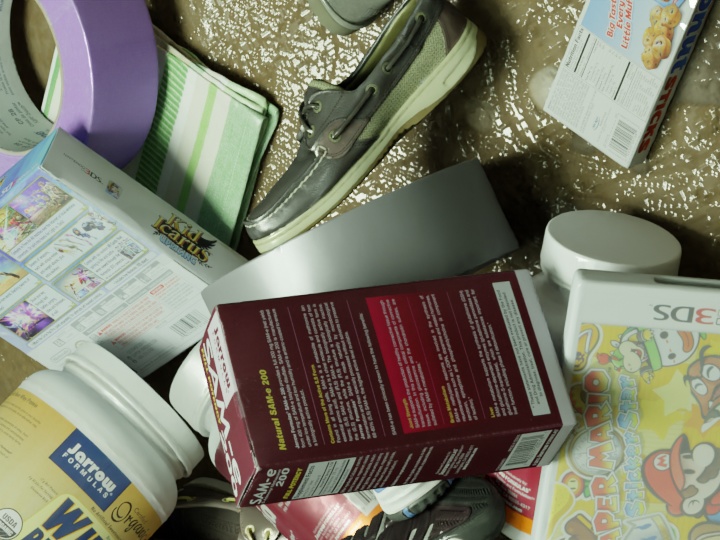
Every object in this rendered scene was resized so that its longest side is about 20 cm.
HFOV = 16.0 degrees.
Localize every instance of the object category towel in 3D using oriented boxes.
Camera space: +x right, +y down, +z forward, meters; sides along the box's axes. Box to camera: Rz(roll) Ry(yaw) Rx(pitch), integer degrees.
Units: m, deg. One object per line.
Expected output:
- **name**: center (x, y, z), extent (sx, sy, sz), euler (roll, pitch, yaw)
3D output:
- **towel**: center (-0.152, -0.105, 1.858), extent (0.200, 0.023, 0.153), euler (36, 126, 25)

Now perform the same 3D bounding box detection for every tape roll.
- **tape roll**: center (-0.235, -0.157, 1.849), extent (0.200, 0.066, 0.201), euler (18, 116, 40)
- **tape roll**: center (0.000, 0.000, 1.643), extent (0.200, 0.200, 0.066), euler (-27, 88, 42)

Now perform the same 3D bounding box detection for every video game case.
- **video game case**: center (-0.201, 0.001, 1.847), extent (0.181, 0.046, 0.200), euler (35, 140, -20)
- **video game case**: center (0.204, 0.099, 1.546), extent (0.181, 0.023, 0.201), euler (5, 115, -6)

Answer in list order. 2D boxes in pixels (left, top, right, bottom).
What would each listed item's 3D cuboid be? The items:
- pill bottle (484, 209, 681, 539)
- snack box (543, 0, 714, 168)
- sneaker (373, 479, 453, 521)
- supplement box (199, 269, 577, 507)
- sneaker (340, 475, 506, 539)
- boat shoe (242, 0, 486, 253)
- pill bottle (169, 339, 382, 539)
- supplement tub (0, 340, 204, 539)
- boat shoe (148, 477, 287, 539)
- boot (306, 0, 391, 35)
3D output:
- **pill bottle**: center (0.144, 0.070, 1.604), extent (0.113, 0.113, 0.201), euler (24, 119, 32)
- **snack box**: center (0.175, -0.164, 1.555), extent (0.072, 0.024, 0.201), euler (38, 126, 26)
- **sneaker**: center (0.020, 0.077, 1.674), extent (0.076, 0.200, 0.077), euler (-37, 114, 14)
- **supplement box**: center (0.015, 0.068, 1.502), extent (0.061, 0.199, 0.109), euler (116, 144, -57)
- **sneaker**: center (0.045, 0.210, 1.655), extent (0.116, 0.076, 0.200), euler (45, 131, -18)
- **boat shoe**: center (-0.009, -0.098, 1.628), extent (0.066, 0.201, 0.072), euler (46, 178, -15)
- **pill bottle**: center (-0.033, 0.125, 1.772), extent (0.200, 0.114, 0.114), euler (43, 128, 21)
- **supplement tub**: center (-0.222, 0.163, 1.829), extent (0.144, 0.200, 0.144), euler (40, 165, 13)
- **boat shoe**: center (-0.073, 0.197, 1.868), extent (0.199, 0.059, 0.072), euler (10, 111, 38)
- **boot**: center (0.020, -0.254, 1.625), extent (0.200, 0.073, 0.182), euler (-26, 101, 49)
